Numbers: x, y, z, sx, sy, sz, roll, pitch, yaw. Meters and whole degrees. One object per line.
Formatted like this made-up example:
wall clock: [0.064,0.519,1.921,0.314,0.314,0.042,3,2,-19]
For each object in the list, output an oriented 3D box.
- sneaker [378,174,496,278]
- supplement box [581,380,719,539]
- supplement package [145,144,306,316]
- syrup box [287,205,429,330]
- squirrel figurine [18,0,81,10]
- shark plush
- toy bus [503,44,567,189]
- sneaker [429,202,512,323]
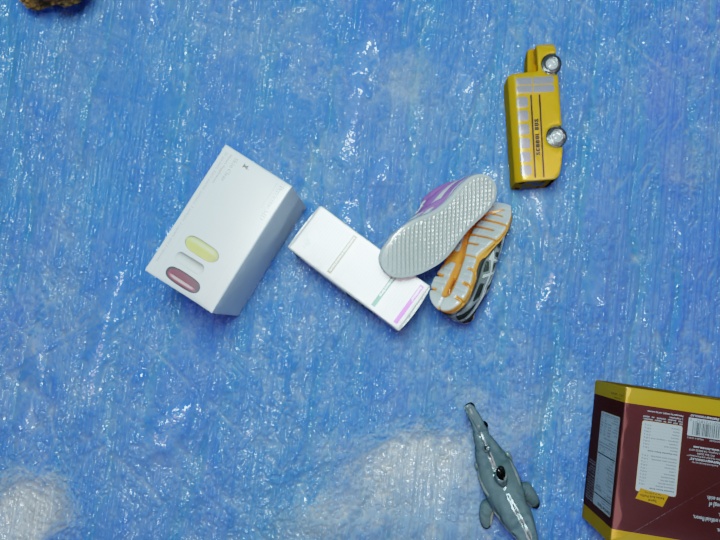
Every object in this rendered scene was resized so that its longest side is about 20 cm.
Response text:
sneaker: [0.096,-0.061,0.959,0.200,0.114,0.073,-37,106,-14]
supplement box: [0.423,0.266,0.902,0.196,0.133,0.201,8,85,4]
supplement package: [-0.182,-0.048,0.953,0.111,0.156,0.201,31,87,5]
syrup box: [0.000,0.000,0.977,0.200,0.079,0.082,38,88,5]
squirrel figurine: [-0.476,-0.502,1.024,0.186,0.142,0.201,27,84,12]
shark plush: [0.202,0.280,0.938,0.090,0.083,0.201,-11,84,3]
toy bus: [0.257,-0.225,0.990,0.078,0.065,0.201,-3,85,5]
sneaker: [0.167,-0.013,0.976,0.078,0.077,0.200,17,67,40]
